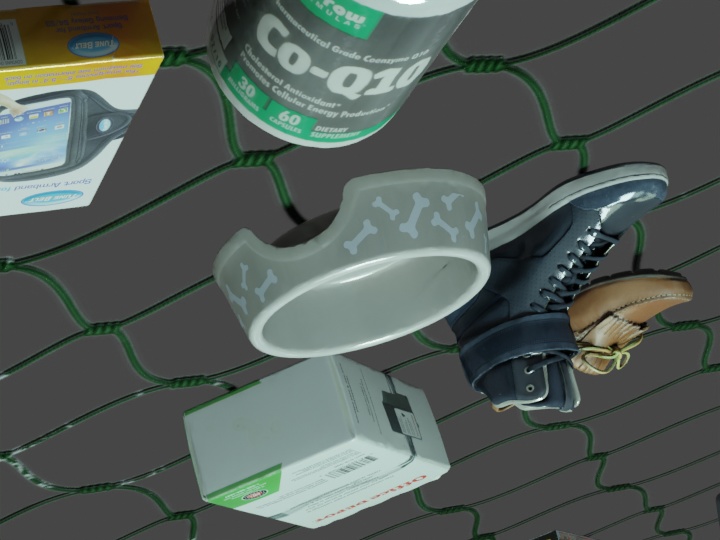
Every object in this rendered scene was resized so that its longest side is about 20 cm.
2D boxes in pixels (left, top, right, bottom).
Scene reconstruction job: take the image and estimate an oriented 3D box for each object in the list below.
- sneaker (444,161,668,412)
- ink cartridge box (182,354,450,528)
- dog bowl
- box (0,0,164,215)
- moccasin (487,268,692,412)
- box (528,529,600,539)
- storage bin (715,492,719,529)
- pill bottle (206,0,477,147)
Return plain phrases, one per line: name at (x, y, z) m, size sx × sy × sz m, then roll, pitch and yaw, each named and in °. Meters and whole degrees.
sneaker at (0.152, 0.020, 1.627) m, size 0.202 × 0.147 × 0.077 m, roll -30°, pitch 155°, yaw 28°
ink cartridge box at (-0.034, 0.144, 1.893) m, size 0.146 × 0.083 × 0.200 m, roll -24°, pitch 158°, yaw 18°
dog bowl at (0.000, 0.000, 1.575) m, size 0.199 × 0.059 × 0.200 m, roll -16°, pitch 161°, yaw -6°
box at (-0.190, -0.077, 1.239) m, size 0.119 × 0.042 × 0.200 m, roll -8°, pitch 156°, yaw -24°
moccasin at (0.182, 0.057, 1.847) m, size 0.201 × 0.078 × 0.074 m, roll -26°, pitch 159°, yaw 23°
box at (0.220, 0.362, 2.751) m, size 0.137 × 0.040 × 0.200 m, roll -24°, pitch 159°, yaw 20°
storage bin at (0.519, 0.288, 2.692) m, size 0.199 × 0.146 × 0.134 m, roll -12°, pitch -173°, yaw -16°
pill bottle at (0.004, -0.152, 1.090) m, size 0.113 × 0.114 × 0.200 m, roll -8°, pitch 158°, yaw -24°
